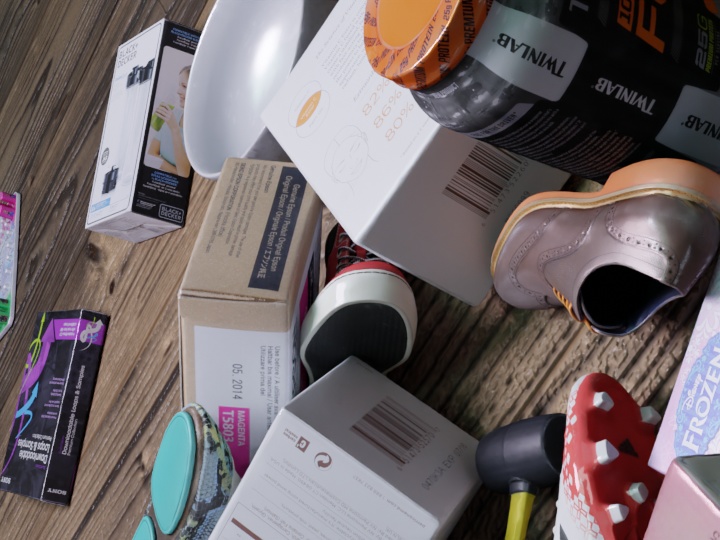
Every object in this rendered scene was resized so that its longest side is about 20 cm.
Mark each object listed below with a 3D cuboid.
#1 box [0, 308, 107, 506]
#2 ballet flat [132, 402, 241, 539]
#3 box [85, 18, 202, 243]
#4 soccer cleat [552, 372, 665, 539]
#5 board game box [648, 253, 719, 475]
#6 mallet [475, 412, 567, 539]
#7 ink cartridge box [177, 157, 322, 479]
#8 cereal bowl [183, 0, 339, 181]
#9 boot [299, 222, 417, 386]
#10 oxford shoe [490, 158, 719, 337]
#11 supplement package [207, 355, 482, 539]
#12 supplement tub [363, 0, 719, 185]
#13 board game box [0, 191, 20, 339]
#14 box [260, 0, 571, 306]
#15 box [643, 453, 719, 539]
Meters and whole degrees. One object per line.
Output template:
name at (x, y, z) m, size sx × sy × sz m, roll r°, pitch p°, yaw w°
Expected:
box at (-0.327, 0.142, 1.571) m, size 0.143 × 0.036 × 0.201 m, roll -6°, pitch 72°, yaw 59°
ballet flat at (-0.110, 0.162, 0.972) m, size 0.074 × 0.074 × 0.201 m, roll -107°, pitch 33°, yaw -44°
box at (-0.211, -0.137, 1.484) m, size 0.116 × 0.060 × 0.201 m, roll -12°, pitch 66°, yaw 57°
soccer cleat at (0.124, 0.151, 0.770) m, size 0.085 × 0.068 × 0.201 m, roll -34°, pitch 53°, yaw 43°
board game box at (0.233, 0.031, 0.664) m, size 0.199 × 0.041 × 0.201 m, roll 25°, pitch 98°, yaw 60°
mallet at (0.076, 0.176, 0.831) m, size 0.066 × 0.041 × 0.201 m, roll -16°, pitch 51°, yaw 57°
ink cartridge box at (-0.073, 0.050, 1.021) m, size 0.165 × 0.075 × 0.201 m, roll -81°, pitch -4°, yaw -54°
cereal bowl at (-0.066, -0.161, 1.226) m, size 0.200 × 0.083 × 0.201 m, roll -35°, pitch 47°, yaw 48°
boot at (0.000, 0.000, 0.995) m, size 0.200 × 0.072 × 0.145 m, roll 105°, pitch 171°, yaw -67°
oxford shoe at (0.122, -0.001, 0.814) m, size 0.200 × 0.071 × 0.073 m, roll -32°, pitch 34°, yaw 64°
supplement package at (-0.024, 0.176, 0.915) m, size 0.201 × 0.117 × 0.117 m, roll -61°, pitch -11°, yaw 23°
supplement tub at (0.109, -0.117, 0.789) m, size 0.122 × 0.199 × 0.123 m, roll -32°, pitch 50°, yaw 49°
board game box at (-0.493, 0.027, 1.919) m, size 0.200 × 0.026 × 0.201 m, roll -43°, pitch 41°, yaw 43°
box at (0.043, -0.101, 0.966) m, size 0.153 × 0.106 × 0.200 m, roll -55°, pitch 33°, yaw 13°
box at (0.168, 0.186, 0.582) m, size 0.128 × 0.108 × 0.201 m, roll 48°, pitch 132°, yaw 52°
